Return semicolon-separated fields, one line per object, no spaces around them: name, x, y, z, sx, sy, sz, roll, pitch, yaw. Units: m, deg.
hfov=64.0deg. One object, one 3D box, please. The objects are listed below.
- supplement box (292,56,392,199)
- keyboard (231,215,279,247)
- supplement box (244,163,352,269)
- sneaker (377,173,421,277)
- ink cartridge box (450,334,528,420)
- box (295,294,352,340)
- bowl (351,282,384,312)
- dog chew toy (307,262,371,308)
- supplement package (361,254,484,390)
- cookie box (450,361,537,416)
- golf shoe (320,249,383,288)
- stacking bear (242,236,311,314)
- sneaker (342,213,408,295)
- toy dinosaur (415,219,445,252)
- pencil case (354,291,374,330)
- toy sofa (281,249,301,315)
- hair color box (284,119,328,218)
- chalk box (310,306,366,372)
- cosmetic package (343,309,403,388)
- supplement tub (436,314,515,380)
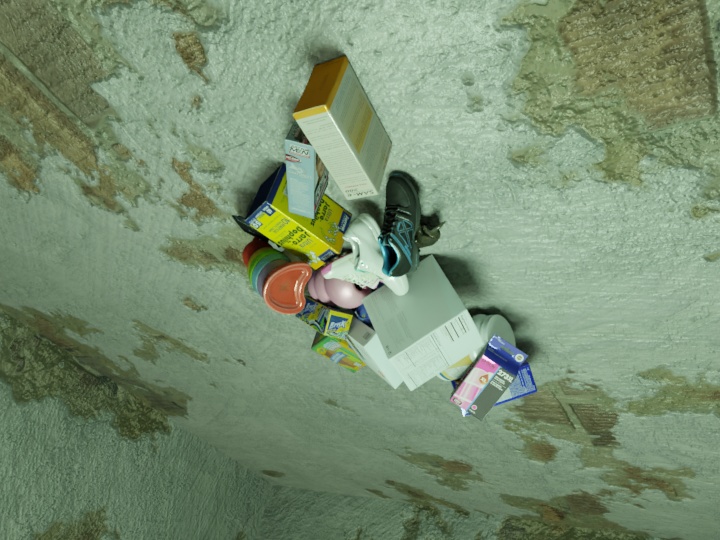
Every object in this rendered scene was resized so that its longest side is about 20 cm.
supplement box;-0.025;-0.242;1.003;0.072;0.129;0.201;-5;140;30
keyboard;-0.233;-0.088;1.354;0.124;0.021;0.200;28;174;-2
supplement box;-0.133;-0.113;1.258;0.198;0.112;0.108;34;144;-23
sneaker;0.074;-0.086;1.143;0.072;0.081;0.207;5;106;45
ink cartridge box;0.300;0.254;1.356;0.093;0.037;0.203;31;115;3
box;-0.095;0.116;1.468;0.068;0.066;0.199;15;-178;-28
bowl;0.053;0.084;1.513;0.194;0.040;0.203;13;147;9
dog chew toy;-0.060;0.033;1.429;0.124;0.127;0.197;39;150;-30
supplement package;0.139;0.117;1.307;0.197;0.193;0.148;-32;134;5
cookie box;0.338;0.293;1.491;0.194;0.077;0.171;-20;179;5
golf shoe;0.000;0.000;1.282;0.196;0.094;0.075;-16;171;-41
stacking bear;-0.208;-0.004;1.315;0.111;0.200;0.125;-1;117;-34
sneaker;0.028;-0.016;1.237;0.203;0.088;0.075;57;157;-18
toy dinosaur;0.123;-0.078;1.232;0.100;0.079;0.198;24;144;-30
pencil case;0.061;0.141;1.476;0.076;0.089;0.201;-22;134;17
toy sofa;-0.166;0.020;1.462;0.098;0.082;0.201;47;148;11
hair color box;-0.101;-0.207;1.116;0.059;0.101;0.202;15;147;6
chalk box;-0.055;0.176;1.621;0.197;0.126;0.124;29;146;-17
cosmetic package;0.021;0.194;1.446;0.152;0.052;0.199;52;168;-25
supplement tub;0.277;0.194;1.460;0.144;0.148;0.197;37;142;-27
